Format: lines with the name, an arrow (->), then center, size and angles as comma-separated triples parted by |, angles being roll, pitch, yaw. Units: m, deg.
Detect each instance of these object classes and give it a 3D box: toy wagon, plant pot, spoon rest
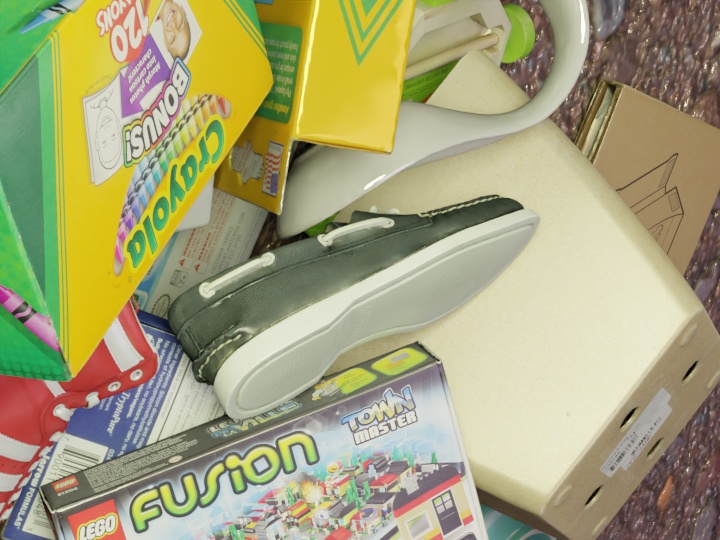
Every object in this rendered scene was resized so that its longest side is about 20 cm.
toy wagon -> 0.033, -0.103, 1.128 | 0.155, 0.039, 0.201 | -27, 141, -46
plant pot -> 0.087, 0.037, 1.144 | 0.200, 0.177, 0.200 | -51, 158, -2
spoon rest -> 0.040, -0.073, 1.037 | 0.200, 0.061, 0.099 | -39, -174, -17

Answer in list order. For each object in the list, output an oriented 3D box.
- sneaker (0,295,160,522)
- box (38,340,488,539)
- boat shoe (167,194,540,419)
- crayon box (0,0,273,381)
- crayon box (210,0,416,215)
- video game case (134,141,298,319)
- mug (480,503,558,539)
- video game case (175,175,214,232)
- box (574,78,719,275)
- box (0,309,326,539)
sneaker -> -0.154, 0.065, 0.935 | 0.112, 0.071, 0.201 | -16, 139, -34
box -> -0.043, 0.121, 1.007 | 0.198, 0.035, 0.111 | -21, 111, -13
boat shoe -> 0.000, 0.000, 1.005 | 0.199, 0.060, 0.076 | -24, 153, -36
crayon box -> -0.108, -0.068, 0.829 | 0.201, 0.058, 0.120 | -61, 147, -43
crayon box -> -0.018, -0.129, 0.953 | 0.051, 0.126, 0.202 | 7, 96, -20
video game case -> -0.107, -0.032, 1.019 | 0.182, 0.024, 0.202 | 19, 96, -57
mug -> 0.043, 0.180, 1.291 | 0.184, 0.114, 0.153 | -28, 133, -44
video game case -> -0.136, -0.092, 0.904 | 0.199, 0.022, 0.184 | -12, 118, -42
box -> 0.183, -0.034, 1.436 | 0.199, 0.021, 0.165 | 12, 101, -58
box -> -0.065, 0.100, 1.029 | 0.199, 0.032, 0.122 | 21, 97, -23
